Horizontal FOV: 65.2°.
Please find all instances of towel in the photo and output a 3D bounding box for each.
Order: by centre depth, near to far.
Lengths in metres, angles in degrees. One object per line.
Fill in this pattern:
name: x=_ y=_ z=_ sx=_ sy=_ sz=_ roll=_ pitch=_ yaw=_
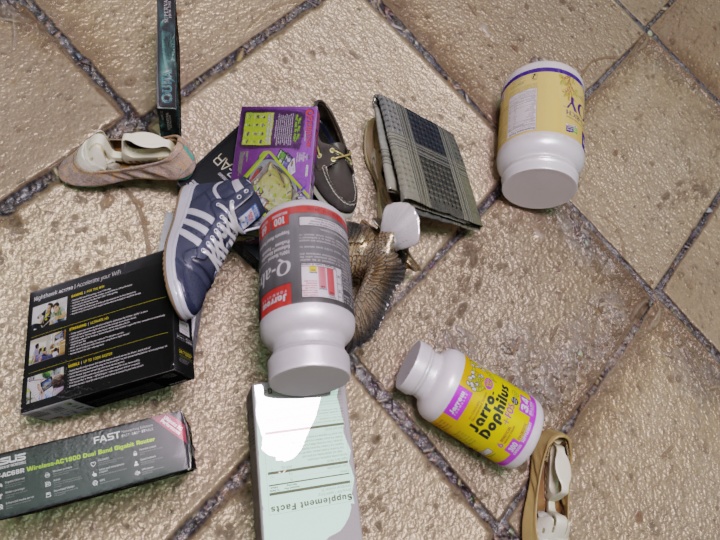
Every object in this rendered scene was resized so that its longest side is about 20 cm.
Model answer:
towel: x=0.103 y=-0.163 z=0.884 sx=0.188 sy=0.034 sz=0.206 roll=14 pitch=54 yaw=-40

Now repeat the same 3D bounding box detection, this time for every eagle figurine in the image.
eagle figurine: x=0.001 y=0.007 z=0.786 sx=0.198 sy=0.149 sz=0.156 roll=-31 pitch=109 yaw=-39

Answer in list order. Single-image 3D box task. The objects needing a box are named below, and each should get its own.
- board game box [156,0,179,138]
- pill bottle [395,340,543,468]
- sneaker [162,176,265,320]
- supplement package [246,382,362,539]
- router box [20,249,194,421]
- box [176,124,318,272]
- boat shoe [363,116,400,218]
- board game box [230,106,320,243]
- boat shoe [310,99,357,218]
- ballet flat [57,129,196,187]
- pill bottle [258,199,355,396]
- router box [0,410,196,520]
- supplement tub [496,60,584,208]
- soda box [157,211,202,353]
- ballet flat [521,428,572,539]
board game box: x=-0.274 y=-0.281 z=0.806 sx=0.027 sy=0.136 sz=0.207 roll=-2 pitch=71 yaw=-15
pill bottle: x=0.148 y=0.181 z=0.785 sx=0.196 sy=0.104 sz=0.106 roll=31 pitch=66 yaw=-3
sneaker: x=-0.170 y=-0.038 z=0.678 sx=0.104 sy=0.071 sz=0.205 roll=-10 pitch=50 yaw=3
supplement package: x=-0.073 y=0.245 z=0.690 sx=0.115 sy=0.121 sz=0.208 roll=-2 pitch=72 yaw=-16
router box: x=-0.298 y=0.076 z=0.668 sx=0.193 sy=0.051 sz=0.154 roll=-15 pitch=65 yaw=7
box: x=-0.146 y=-0.104 z=0.832 sx=0.199 sy=0.044 sz=0.161 roll=42 pitch=65 yaw=1
boat shoe: x=0.050 y=-0.163 z=0.897 sx=0.069 sy=0.065 sz=0.208 roll=-2 pitch=72 yaw=-16
board game box: x=-0.122 y=-0.137 z=0.791 sx=0.115 sy=0.032 sz=0.207 roll=1 pitch=70 yaw=10
boat shoe: x=-0.047 y=-0.170 z=0.840 sx=0.070 sy=0.061 sz=0.206 roll=5 pitch=50 yaw=-39
ballet flat: x=-0.324 y=-0.159 z=0.764 sx=0.192 sy=0.068 sz=0.070 roll=-5 pitch=62 yaw=-2
pill bottle: x=-0.064 y=0.031 z=0.663 sx=0.111 sy=0.117 sz=0.206 roll=2 pitch=59 yaw=-15
router box: x=-0.285 y=0.215 z=0.624 sx=0.193 sy=0.150 sz=0.064 roll=-9 pitch=73 yaw=-19
supplement tub: x=0.303 y=-0.226 z=0.948 sx=0.140 sy=0.146 sz=0.207 roll=13 pitch=68 yaw=-11
soda box: x=-0.242 y=0.031 z=0.746 sx=0.066 sy=0.064 sz=0.207 roll=7 pitch=70 yaw=-10
ballet flat: x=0.267 y=0.327 z=0.791 sx=0.066 sy=0.063 sz=0.207 roll=12 pitch=69 yaw=-11
